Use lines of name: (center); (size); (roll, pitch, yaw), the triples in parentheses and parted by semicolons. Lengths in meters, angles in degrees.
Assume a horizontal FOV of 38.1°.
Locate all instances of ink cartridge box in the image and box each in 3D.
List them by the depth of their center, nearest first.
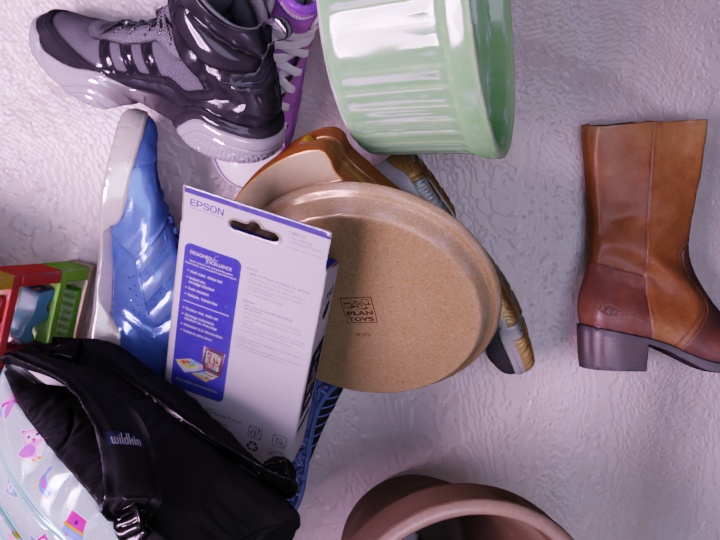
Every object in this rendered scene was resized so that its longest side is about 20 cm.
ink cartridge box: (-0.072, 0.035, 0.675); (0.098, 0.039, 0.202); (19, 126, 8)

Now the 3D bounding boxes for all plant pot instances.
plant pot: (0.055, 0.234, 0.780); (0.198, 0.175, 0.203); (-2, 101, -11)

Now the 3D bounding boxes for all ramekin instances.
ramekin: (0.041, -0.171, 0.694); (0.097, 0.200, 0.202); (-4, 102, 16)

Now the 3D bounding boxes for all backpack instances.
backpack: (-0.155, 0.131, 0.641); (0.199, 0.166, 0.127); (36, 103, 24)

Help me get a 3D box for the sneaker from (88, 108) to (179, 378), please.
sneaker: (-0.133, -0.010, 0.748); (0.110, 0.077, 0.202); (6, 99, -12)

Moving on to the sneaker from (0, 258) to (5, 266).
sneaker: (-0.315, -0.038, 0.689); (0.070, 0.108, 0.200); (-43, 105, -2)

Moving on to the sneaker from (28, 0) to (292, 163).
sneaker: (-0.129, -0.157, 0.682); (0.199, 0.075, 0.115); (26, 126, 15)

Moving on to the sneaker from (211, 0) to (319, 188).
sneaker: (-0.063, -0.151, 0.720); (0.072, 0.114, 0.203); (8, 99, -14)

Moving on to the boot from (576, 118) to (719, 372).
boot: (0.264, -0.021, 0.850); (0.186, 0.068, 0.203); (2, 92, -4)

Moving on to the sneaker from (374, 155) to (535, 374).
sneaker: (0.057, 0.007, 0.804); (0.087, 0.076, 0.201); (-33, 103, 13)

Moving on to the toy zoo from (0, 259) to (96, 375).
toy zoo: (-0.243, 0.063, 0.681); (0.020, 0.200, 0.133); (16, 97, 12)

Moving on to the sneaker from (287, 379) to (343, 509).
sneaker: (-0.053, 0.097, 0.794); (0.070, 0.078, 0.202); (26, 73, -12)

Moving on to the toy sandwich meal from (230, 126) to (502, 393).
toy sandwich meal: (0.000, 0.000, 0.711); (0.203, 0.071, 0.207); (7, 132, 7)
